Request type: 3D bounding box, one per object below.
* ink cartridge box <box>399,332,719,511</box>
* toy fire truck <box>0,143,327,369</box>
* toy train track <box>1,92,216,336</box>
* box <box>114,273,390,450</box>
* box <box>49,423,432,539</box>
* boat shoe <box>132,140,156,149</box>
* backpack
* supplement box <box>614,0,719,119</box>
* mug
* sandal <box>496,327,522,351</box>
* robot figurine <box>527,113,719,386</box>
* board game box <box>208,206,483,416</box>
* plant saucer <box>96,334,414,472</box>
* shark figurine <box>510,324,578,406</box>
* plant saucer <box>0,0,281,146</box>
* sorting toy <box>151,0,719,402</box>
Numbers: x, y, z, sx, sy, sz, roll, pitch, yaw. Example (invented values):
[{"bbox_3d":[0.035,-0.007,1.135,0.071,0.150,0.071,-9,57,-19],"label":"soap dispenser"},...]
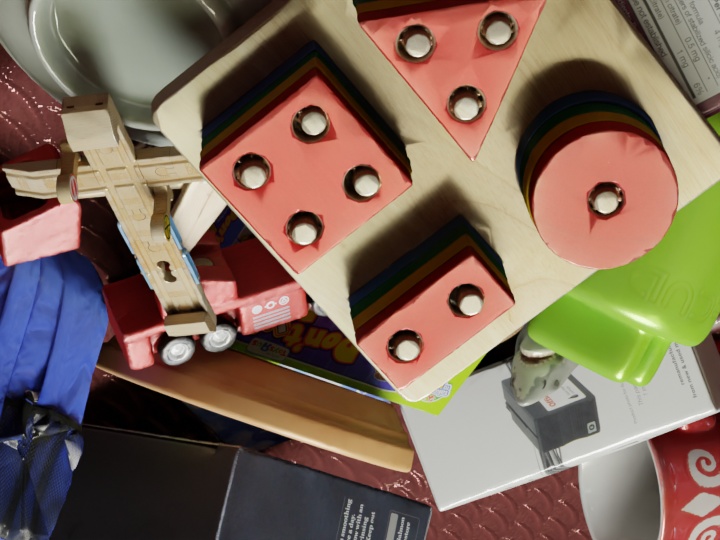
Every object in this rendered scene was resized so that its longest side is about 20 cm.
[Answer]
[{"bbox_3d":[0.144,0.090,1.576,0.199,0.084,0.145,-21,175,13],"label":"ink cartridge box"},{"bbox_3d":[-0.096,-0.019,1.248,0.199,0.049,0.141,-18,135,-13],"label":"toy fire truck"},{"bbox_3d":[-0.109,-0.016,1.159,0.114,0.033,0.200,-6,146,10],"label":"toy train track"},{"bbox_3d":[-0.068,0.049,1.500,0.121,0.048,0.200,-19,149,11],"label":"box"},{"bbox_3d":[-0.095,0.184,1.572,0.196,0.118,0.200,4,167,43],"label":"box"},{"bbox_3d":[-0.091,-0.112,1.190,0.074,0.075,0.203,-1,149,-11],"label":"boat shoe"},{"bbox_3d":[-0.236,0.056,1.282,0.162,0.201,0.168,9,161,33],"label":"backpack"},{"bbox_3d":[0.103,-0.115,1.148,0.199,0.131,0.103,-28,108,7],"label":"supplement box"},{"bbox_3d":[0.289,0.144,1.734,0.199,0.134,0.178,-5,151,-22],"label":"mug"},{"bbox_3d":[0.077,0.035,1.511,0.081,0.055,0.200,-25,156,23],"label":"sandal"},{"bbox_3d":[0.172,-0.036,1.334,0.201,0.115,0.175,-65,155,6],"label":"robot figurine"},{"bbox_3d":[0.000,0.000,1.377,0.199,0.045,0.135,20,118,-32],"label":"board game box"},{"bbox_3d":[-0.060,0.071,1.368,0.199,0.038,0.200,20,177,1],"label":"plant saucer"},{"bbox_3d":[0.188,0.018,1.453,0.214,0.128,0.090,-22,130,3],"label":"shark figurine"},{"bbox_3d":[-0.101,-0.121,1.099,0.199,0.050,0.201,10,137,10],"label":"plant saucer"},{"bbox_3d":[0.042,-0.054,1.057,0.199,0.070,0.200,-37,112,12],"label":"sorting toy"}]
